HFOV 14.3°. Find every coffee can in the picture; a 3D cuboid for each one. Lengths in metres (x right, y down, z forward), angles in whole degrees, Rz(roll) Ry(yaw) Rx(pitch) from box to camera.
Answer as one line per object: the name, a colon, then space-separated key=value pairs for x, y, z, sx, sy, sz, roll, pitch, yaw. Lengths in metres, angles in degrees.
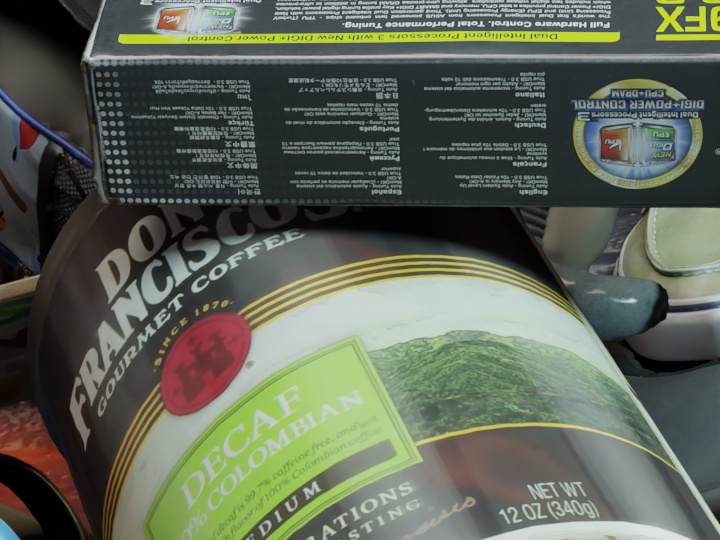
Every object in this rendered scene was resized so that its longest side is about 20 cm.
coffee can: x=0.008 y=0.065 z=0.730 sx=0.146 sy=0.147 sz=0.200 roll=-14 pitch=37 yaw=-12

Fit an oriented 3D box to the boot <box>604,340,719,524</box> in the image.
boot: x=0.072 y=0.076 z=0.857 sx=0.200 sy=0.070 sz=0.132 roll=-1 pitch=25 yaw=47

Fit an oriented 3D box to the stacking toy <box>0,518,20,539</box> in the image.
stacking toy: x=-0.173 y=0.145 z=0.749 sx=0.116 sy=0.110 sz=0.200 roll=17 pitch=42 yaw=14

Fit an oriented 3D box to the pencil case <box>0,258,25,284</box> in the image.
pencil case: x=-0.192 y=0.015 z=1.067 sx=0.200 sy=0.078 sz=0.089 roll=-28 pitch=25 yaw=-38

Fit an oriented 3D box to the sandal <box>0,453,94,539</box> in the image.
sandal: x=-0.124 y=0.085 z=0.898 sx=0.080 sy=0.054 sz=0.200 roll=-22 pitch=19 yaw=-33

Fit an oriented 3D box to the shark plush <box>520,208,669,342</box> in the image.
shark plush: x=0.000 y=0.000 z=0.910 sx=0.200 sy=0.083 sz=0.091 roll=-23 pitch=17 yaw=-5

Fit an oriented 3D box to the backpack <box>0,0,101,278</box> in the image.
backpack: x=-0.050 y=-0.041 z=1.023 sx=0.200 sy=0.154 sz=0.190 roll=-21 pitch=52 yaw=-39

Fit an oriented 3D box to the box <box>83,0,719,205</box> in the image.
box: x=0.039 y=-0.079 z=0.751 sx=0.199 sy=0.044 sz=0.160 roll=0 pitch=37 yaw=6

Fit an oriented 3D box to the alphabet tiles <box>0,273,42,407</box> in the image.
alphabet tiles: x=-0.169 y=0.042 z=0.831 sx=0.166 sy=0.006 sz=0.200 roll=-16 pitch=-13 yaw=-15

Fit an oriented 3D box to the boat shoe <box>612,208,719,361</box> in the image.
boat shoe: x=0.135 y=-0.031 z=1.070 sx=0.072 sy=0.062 sz=0.200 roll=-2 pitch=25 yaw=18
